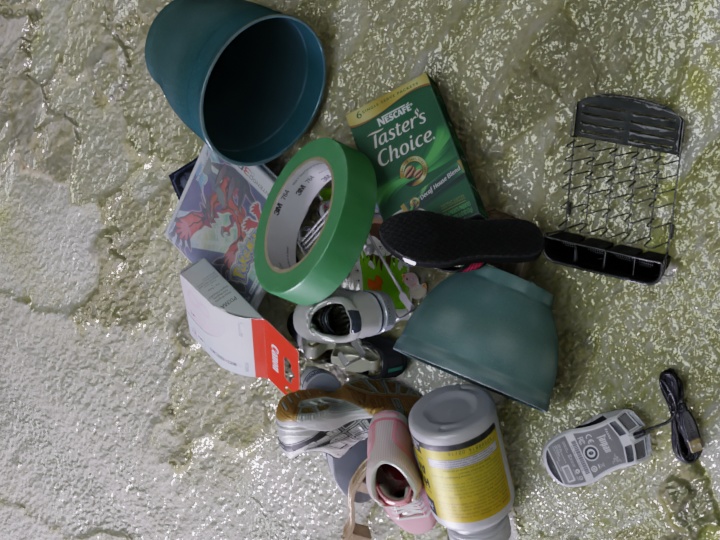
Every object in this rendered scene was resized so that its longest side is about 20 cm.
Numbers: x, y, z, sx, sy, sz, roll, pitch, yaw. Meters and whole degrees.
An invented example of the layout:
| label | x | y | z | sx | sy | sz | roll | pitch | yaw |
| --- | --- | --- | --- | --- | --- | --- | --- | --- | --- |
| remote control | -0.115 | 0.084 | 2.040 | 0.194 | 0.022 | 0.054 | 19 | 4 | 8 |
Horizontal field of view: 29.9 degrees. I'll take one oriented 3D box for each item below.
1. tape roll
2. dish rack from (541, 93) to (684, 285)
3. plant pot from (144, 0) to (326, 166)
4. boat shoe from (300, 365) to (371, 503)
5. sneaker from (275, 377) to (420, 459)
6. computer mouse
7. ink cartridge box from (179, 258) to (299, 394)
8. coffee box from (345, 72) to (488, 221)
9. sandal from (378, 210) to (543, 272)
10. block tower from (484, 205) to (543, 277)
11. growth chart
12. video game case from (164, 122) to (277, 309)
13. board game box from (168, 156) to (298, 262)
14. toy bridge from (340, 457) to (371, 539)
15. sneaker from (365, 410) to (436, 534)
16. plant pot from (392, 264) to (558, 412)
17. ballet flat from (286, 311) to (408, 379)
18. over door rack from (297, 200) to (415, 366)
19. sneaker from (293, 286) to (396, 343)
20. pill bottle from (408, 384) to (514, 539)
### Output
| label | x | y | z | sx | sy | sz | roll | pitch | yaw |
| --- | --- | --- | --- | --- | --- | --- | --- | --- | --- |
| tape roll | -0.058 | -0.060 | 1.647 | 0.200 | 0.048 | 0.202 | -35 | 43 | 41 |
| dish rack | 0.293 | -0.097 | 1.544 | 0.152 | 0.054 | 0.203 | 14 | 110 | 30 |
| plant pot | -0.179 | -0.264 | 1.751 | 0.187 | 0.199 | 0.202 | 33 | 118 | 39 |
| boat shoe | -0.027 | 0.218 | 1.829 | 0.065 | 0.073 | 0.202 | -140 | 31 | -70 |
| sneaker | -0.016 | 0.198 | 1.764 | 0.076 | 0.197 | 0.089 | -116 | 26 | -57 |
| computer mouse | 0.309 | 0.198 | 1.612 | 0.199 | 0.044 | 0.111 | -24 | 92 | 30 |
| ink cartridge box | -0.165 | 0.097 | 1.846 | 0.200 | 0.057 | 0.163 | 47 | 157 | 25 |
| coffee box | 0.067 | -0.127 | 1.645 | 0.122 | 0.044 | 0.202 | -24 | 69 | 18 |
| sandal | 0.115 | -0.026 | 1.565 | 0.045 | 0.197 | 0.076 | 113 | 154 | -54 |
| block tower | 0.131 | -0.057 | 1.664 | 0.199 | 0.058 | 0.055 | 27 | 115 | 28 |
| growth chart | 0.012 | -0.024 | 1.774 | 0.144 | 0.018 | 0.202 | -13 | 95 | 36 |
| video game case | -0.173 | -0.066 | 1.832 | 0.182 | 0.023 | 0.201 | 44 | 126 | 20 |
| board game box | -0.177 | -0.069 | 1.879 | 0.135 | 0.034 | 0.202 | -26 | 86 | 36 |
| toy bridge | 0.021 | 0.288 | 1.803 | 0.201 | 0.067 | 0.027 | -60 | 25 | 24 |
| sneaker | 0.050 | 0.286 | 1.723 | 0.074 | 0.105 | 0.202 | -10 | 123 | 10 |
| plant pot | 0.154 | 0.070 | 1.610 | 0.199 | 0.200 | 0.136 | 21 | 87 | 28 |
| ballet flat | -0.031 | 0.100 | 1.799 | 0.198 | 0.073 | 0.074 | 17 | 110 | 30 |
| over door rack | 0.000 | 0.000 | 1.709 | 0.148 | 0.066 | 0.202 | -46 | 59 | 50 |
| sneaker | -0.039 | 0.054 | 1.654 | 0.199 | 0.070 | 0.074 | -13 | 85 | 56 |
| pill bottle | 0.132 | 0.253 | 1.680 | 0.110 | 0.111 | 0.202 | 3 | 122 | 33 |
